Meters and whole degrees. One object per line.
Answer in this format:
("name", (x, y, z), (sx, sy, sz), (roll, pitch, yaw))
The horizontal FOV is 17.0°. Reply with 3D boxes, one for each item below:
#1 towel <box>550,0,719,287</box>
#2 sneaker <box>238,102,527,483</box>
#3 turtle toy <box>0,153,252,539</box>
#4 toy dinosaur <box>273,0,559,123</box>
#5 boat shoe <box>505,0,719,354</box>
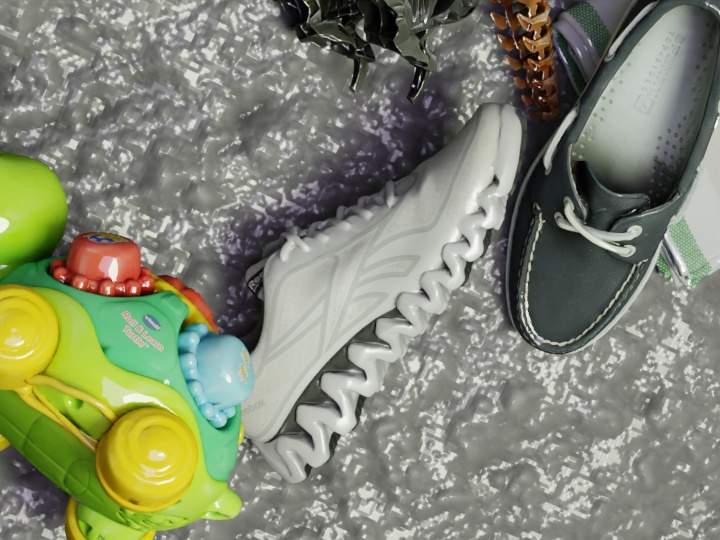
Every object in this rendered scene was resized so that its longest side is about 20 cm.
("towel", (0.205, -0.100, 1.155), (0.200, 0.031, 0.149), (-29, 105, -9))
("sneaker", (0.000, 0.000, 1.083), (0.081, 0.075, 0.200), (37, 102, -3))
("turtle toy", (-0.123, 0.032, 1.030), (0.200, 0.146, 0.101), (42, 66, 2))
("toy dinosaur", (0.037, -0.149, 1.074), (0.136, 0.102, 0.200), (-44, 97, -21))
("boat shoe", (0.115, -0.045, 1.100), (0.076, 0.060, 0.200), (19, 109, 3))
